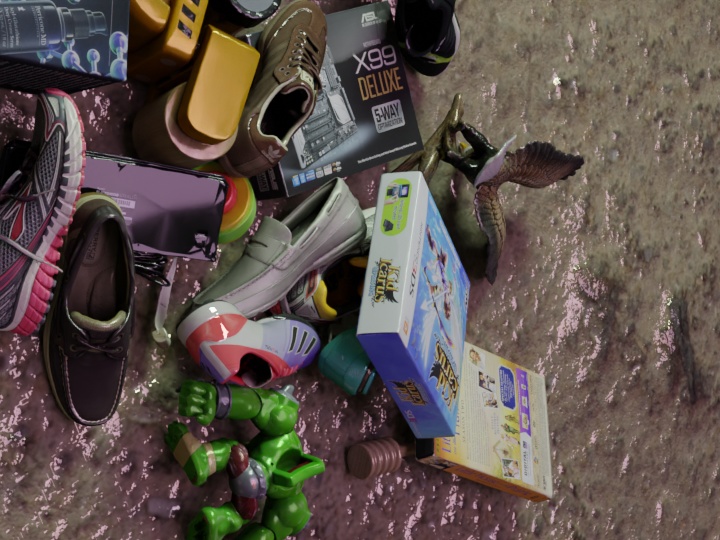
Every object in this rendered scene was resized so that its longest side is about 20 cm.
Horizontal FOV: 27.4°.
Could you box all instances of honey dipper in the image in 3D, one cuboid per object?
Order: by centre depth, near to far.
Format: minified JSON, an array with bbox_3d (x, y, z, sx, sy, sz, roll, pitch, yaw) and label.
[{"bbox_3d":[0.066,0.183,1.552,0.199,0.038,0.038,-9,94,-47],"label":"honey dipper"}]

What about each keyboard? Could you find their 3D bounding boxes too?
[{"bbox_3d":[-0.217,-0.048,1.265,0.199,0.040,0.105,10,97,-24],"label":"keyboard"}]

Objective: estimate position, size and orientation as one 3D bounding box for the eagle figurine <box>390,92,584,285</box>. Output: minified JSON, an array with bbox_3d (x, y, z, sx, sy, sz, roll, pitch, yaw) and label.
[{"bbox_3d":[0.145,-0.095,1.578,0.200,0.151,0.152,41,41,-30],"label":"eagle figurine"}]

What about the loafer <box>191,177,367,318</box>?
[{"bbox_3d":[-0.081,-0.017,1.380,0.200,0.070,0.070,-37,118,-29],"label":"loafer"}]

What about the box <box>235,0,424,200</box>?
[{"bbox_3d":[-0.035,-0.170,1.454,0.199,0.050,0.159,-22,102,-42],"label":"box"}]

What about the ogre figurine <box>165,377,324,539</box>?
[{"bbox_3d":[-0.103,0.189,1.345,0.119,0.098,0.202,-14,87,-32],"label":"ogre figurine"}]

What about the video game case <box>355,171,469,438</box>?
[{"bbox_3d":[0.057,0.036,1.430,0.200,0.045,0.182,61,32,-51],"label":"video game case"}]

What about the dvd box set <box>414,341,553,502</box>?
[{"bbox_3d":[0.133,0.158,1.591,0.199,0.029,0.147,24,54,-41],"label":"dvd box set"}]

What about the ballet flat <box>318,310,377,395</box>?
[{"bbox_3d":[0.006,0.064,1.463,0.068,0.070,0.200,-63,172,20],"label":"ballet flat"}]

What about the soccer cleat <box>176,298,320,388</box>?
[{"bbox_3d":[-0.089,0.078,1.330,0.073,0.068,0.200,57,17,23],"label":"soccer cleat"}]

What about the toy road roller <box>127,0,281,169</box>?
[{"bbox_3d":[-0.170,-0.197,1.283,0.145,0.123,0.201,21,73,-26],"label":"toy road roller"}]

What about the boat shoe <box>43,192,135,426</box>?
[{"bbox_3d":[-0.224,0.039,1.225,0.073,0.065,0.202,-4,105,-20],"label":"boat shoe"}]

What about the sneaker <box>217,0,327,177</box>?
[{"bbox_3d":[-0.060,-0.167,1.339,0.070,0.075,0.201,42,56,-35],"label":"sneaker"}]

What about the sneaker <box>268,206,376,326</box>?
[{"bbox_3d":[0.000,0.000,1.460,0.200,0.082,0.078,-41,116,-38],"label":"sneaker"}]

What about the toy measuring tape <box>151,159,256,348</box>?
[{"bbox_3d":[-0.136,-0.025,1.332,0.073,0.073,0.202,25,68,-41],"label":"toy measuring tape"}]

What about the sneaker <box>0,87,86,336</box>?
[{"bbox_3d":[-0.269,-0.048,1.177,0.074,0.081,0.201,14,95,-23],"label":"sneaker"}]

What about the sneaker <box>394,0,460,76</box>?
[{"bbox_3d":[0.058,-0.245,1.481,0.200,0.071,0.083,89,22,-63],"label":"sneaker"}]

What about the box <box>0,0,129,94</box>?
[{"bbox_3d":[-0.291,-0.231,1.169,0.199,0.107,0.150,6,84,-45],"label":"box"}]
